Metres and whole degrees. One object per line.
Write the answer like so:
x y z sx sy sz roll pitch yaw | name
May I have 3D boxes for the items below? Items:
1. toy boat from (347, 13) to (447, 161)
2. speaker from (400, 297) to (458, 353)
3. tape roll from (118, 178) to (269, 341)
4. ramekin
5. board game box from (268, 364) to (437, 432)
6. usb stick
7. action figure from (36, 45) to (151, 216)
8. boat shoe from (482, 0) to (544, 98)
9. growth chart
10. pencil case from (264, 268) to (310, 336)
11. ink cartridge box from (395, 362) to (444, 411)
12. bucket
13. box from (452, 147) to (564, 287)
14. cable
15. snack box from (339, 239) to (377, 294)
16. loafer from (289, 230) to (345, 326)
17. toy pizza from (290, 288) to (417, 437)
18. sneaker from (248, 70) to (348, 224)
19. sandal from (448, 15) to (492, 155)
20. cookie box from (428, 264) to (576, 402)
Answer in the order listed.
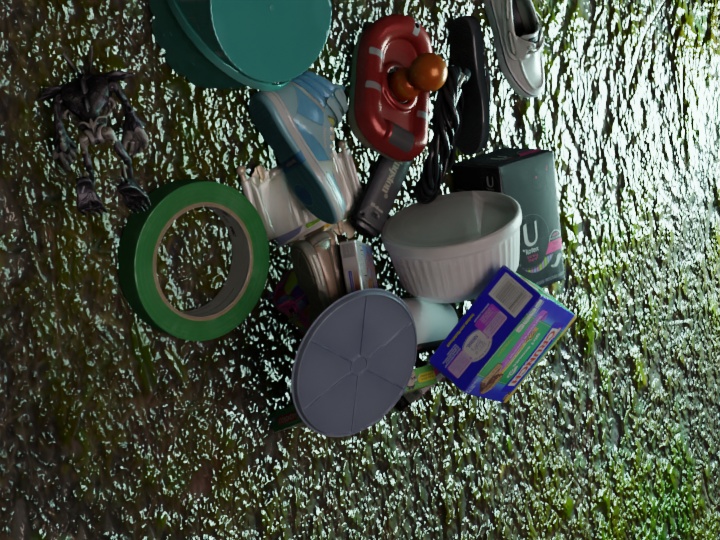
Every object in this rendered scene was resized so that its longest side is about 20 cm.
0.064 -0.257 1.684 0.130 0.130 0.203 23 60 -39 | toy boat
0.068 0.078 1.739 0.200 0.080 0.082 -1 99 -67 | speaker
-0.209 -0.014 1.578 0.198 0.048 0.204 -7 101 -37 | tape roll
0.134 -0.031 1.752 0.201 0.201 0.095 -29 117 -31 | ramekin
-0.010 0.176 1.702 0.198 0.134 0.030 -12 82 -31 | board game box
0.043 -0.142 1.757 0.055 0.032 0.202 37 69 -36 | usb stick
-0.307 -0.156 1.446 0.117 0.102 0.202 -12 64 -9 | action figure
0.242 -0.350 1.870 0.073 0.065 0.201 -42 120 -26 | boat shoe
-0.073 -0.095 1.692 0.198 0.018 0.147 -21 110 -34 | growth chart
-0.042 0.078 1.704 0.200 0.088 0.089 48 68 -32 | pencil case
0.133 0.130 1.843 0.199 0.095 0.037 -38 84 -29 | ink cartridge box
-0.143 -0.319 1.527 0.205 0.134 0.210 -6 101 -36 | bucket
0.225 -0.074 1.875 0.121 0.105 0.203 -19 108 -36 | box
0.120 -0.187 1.756 0.050 0.163 0.203 14 104 0 | cable
0.000 0.000 1.667 0.024 0.200 0.073 -10 88 6 | snack box
-0.033 0.046 1.611 0.062 0.072 0.202 -28 116 -28 | loafer
-0.010 0.116 1.583 0.198 0.032 0.203 -16 118 -33 | toy pizza
-0.047 -0.173 1.645 0.130 0.079 0.202 -37 106 -29 | sneaker
0.169 -0.270 1.818 0.042 0.076 0.203 -9 103 -35 | sandal
0.203 0.094 1.740 0.172 0.075 0.200 -52 156 8 | cookie box
